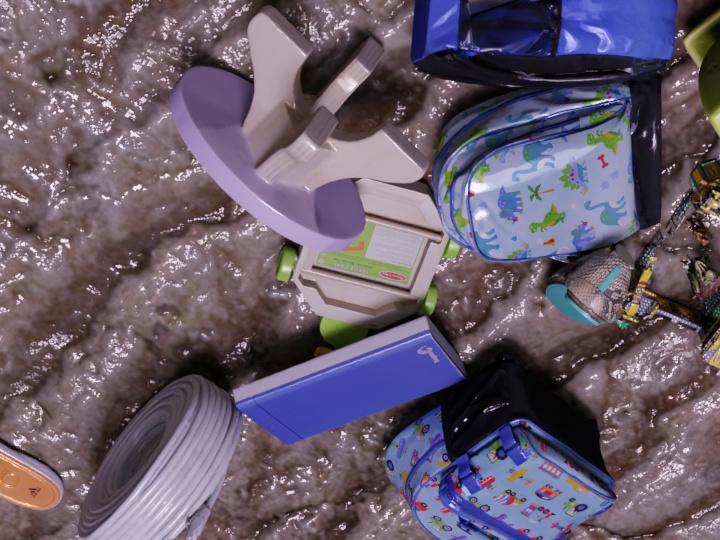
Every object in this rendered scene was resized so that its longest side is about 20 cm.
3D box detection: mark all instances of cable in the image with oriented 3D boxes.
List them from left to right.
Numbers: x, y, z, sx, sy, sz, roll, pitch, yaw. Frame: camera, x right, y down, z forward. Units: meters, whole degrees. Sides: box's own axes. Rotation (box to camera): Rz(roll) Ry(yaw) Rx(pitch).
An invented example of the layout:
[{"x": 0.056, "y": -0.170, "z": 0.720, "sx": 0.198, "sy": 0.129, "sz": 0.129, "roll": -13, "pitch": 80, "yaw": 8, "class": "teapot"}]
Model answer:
[{"x": -0.195, "y": 0.193, "z": 1.222, "sx": 0.069, "sy": 0.200, "sz": 0.200, "roll": 39, "pitch": 140, "yaw": -18, "class": "cable"}]

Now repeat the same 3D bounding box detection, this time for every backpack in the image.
[{"x": 0.129, "y": 0.207, "z": 1.273, "sx": 0.200, "sy": 0.135, "sz": 0.182, "roll": -37, "pitch": 125, "yaw": 23, "class": "backpack"}, {"x": 0.160, "y": -0.086, "z": 1.103, "sx": 0.199, "sy": 0.154, "sz": 0.164, "roll": -1, "pitch": 128, "yaw": 11, "class": "backpack"}, {"x": 0.148, "y": -0.223, "z": 0.991, "sx": 0.199, "sy": 0.163, "sz": 0.169, "roll": 5, "pitch": 102, "yaw": -2, "class": "backpack"}]

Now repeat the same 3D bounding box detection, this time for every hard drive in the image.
[{"x": -0.007, "y": 0.111, "z": 1.243, "sx": 0.199, "sy": 0.025, "sz": 0.132, "roll": -21, "pitch": 151, "yaw": 11, "class": "hard drive"}]

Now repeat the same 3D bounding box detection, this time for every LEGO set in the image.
[{"x": 0.333, "y": 0.010, "z": 1.170, "sx": 0.153, "sy": 0.116, "sz": 0.200, "roll": 30, "pitch": 116, "yaw": -19, "class": "LEGO set"}]

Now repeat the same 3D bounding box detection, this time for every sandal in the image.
[{"x": -0.400, "y": 0.203, "z": 1.301, "sx": 0.206, "sy": 0.059, "sz": 0.079, "roll": 28, "pitch": 117, "yaw": -18, "class": "sandal"}]

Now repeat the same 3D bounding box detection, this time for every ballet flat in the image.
[{"x": 0.214, "y": 0.011, "z": 1.144, "sx": 0.068, "sy": 0.200, "sz": 0.075, "roll": 40, "pitch": 91, "yaw": 4, "class": "ballet flat"}]

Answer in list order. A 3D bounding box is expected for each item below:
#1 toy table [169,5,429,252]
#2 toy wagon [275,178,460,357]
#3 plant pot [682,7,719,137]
[{"x": -0.048, "y": -0.118, "z": 1.052, "sx": 0.200, "sy": 0.184, "sz": 0.117, "roll": 35, "pitch": 128, "yaw": -20, "class": "toy table"}, {"x": 0.000, "y": 0.000, "z": 1.200, "sx": 0.154, "sy": 0.040, "sz": 0.201, "roll": 14, "pitch": 121, "yaw": -10, "class": "toy wagon"}, {"x": 0.390, "y": -0.154, "z": 1.032, "sx": 0.200, "sy": 0.182, "sz": 0.199, "roll": -36, "pitch": 117, "yaw": 19, "class": "plant pot"}]
